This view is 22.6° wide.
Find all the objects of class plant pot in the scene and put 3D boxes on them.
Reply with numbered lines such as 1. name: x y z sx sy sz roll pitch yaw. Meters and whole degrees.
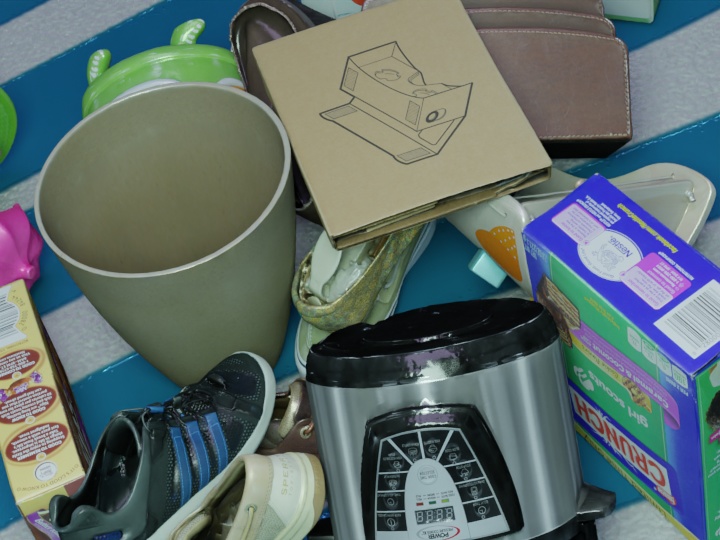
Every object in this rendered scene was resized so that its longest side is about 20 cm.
1. plant pot: -0.123 -0.003 1.335 0.185 0.201 0.189 -6 49 7

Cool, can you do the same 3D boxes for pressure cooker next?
1. pressure cooker: 0.062 0.130 1.180 0.177 0.202 0.175 -14 10 -30

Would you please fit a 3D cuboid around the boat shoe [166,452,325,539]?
1. boat shoe: -0.098 0.185 1.183 0.064 0.200 0.073 13 44 -32

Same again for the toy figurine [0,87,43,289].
1. toy figurine: -0.341 -0.029 1.476 0.199 0.150 0.185 -37 58 9

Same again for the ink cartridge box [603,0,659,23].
1. ink cartridge box: 0.214 -0.324 1.612 0.144 0.088 0.201 8 54 19

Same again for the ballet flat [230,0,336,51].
1. ballet flat: -0.069 -0.202 1.543 0.068 0.069 0.200 -5 15 -29

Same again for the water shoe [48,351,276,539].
1. water shoe: -0.129 0.118 1.219 0.071 0.079 0.201 10 51 39

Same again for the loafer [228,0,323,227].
1. loafer: -0.054 -0.129 1.424 0.073 0.071 0.202 -30 77 27

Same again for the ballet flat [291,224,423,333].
1. ballet flat: 0.012 -0.046 1.307 0.071 0.070 0.201 35 99 35

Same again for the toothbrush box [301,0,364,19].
1. toothbrush box: 0.019 -0.277 1.541 0.145 0.201 0.086 15 55 23

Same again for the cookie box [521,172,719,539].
1. cookie box: 0.195 0.064 1.202 0.075 0.201 0.171 -34 50 -15

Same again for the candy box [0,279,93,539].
1. candy box: -0.232 0.118 1.312 0.056 0.117 0.201 -22 48 -7

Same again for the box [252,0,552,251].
1. box: 0.026 -0.114 1.287 0.162 0.021 0.201 -19 51 -6

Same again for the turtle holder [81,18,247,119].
1. turtle holder: -0.170 -0.108 1.482 0.183 0.141 0.133 -10 64 -7

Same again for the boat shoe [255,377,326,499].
1. boat shoe: -0.040 0.116 1.298 0.198 0.072 0.073 -1 49 13

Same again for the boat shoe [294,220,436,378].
1. boat shoe: 0.000 0.000 1.396 0.071 0.062 0.201 11 54 22

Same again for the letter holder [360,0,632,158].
1. letter holder: 0.102 -0.162 1.399 0.198 0.101 0.144 -1 86 -3

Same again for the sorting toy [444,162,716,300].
1. sorting toy: 0.131 -0.041 1.363 0.198 0.108 0.180 -9 29 -37
